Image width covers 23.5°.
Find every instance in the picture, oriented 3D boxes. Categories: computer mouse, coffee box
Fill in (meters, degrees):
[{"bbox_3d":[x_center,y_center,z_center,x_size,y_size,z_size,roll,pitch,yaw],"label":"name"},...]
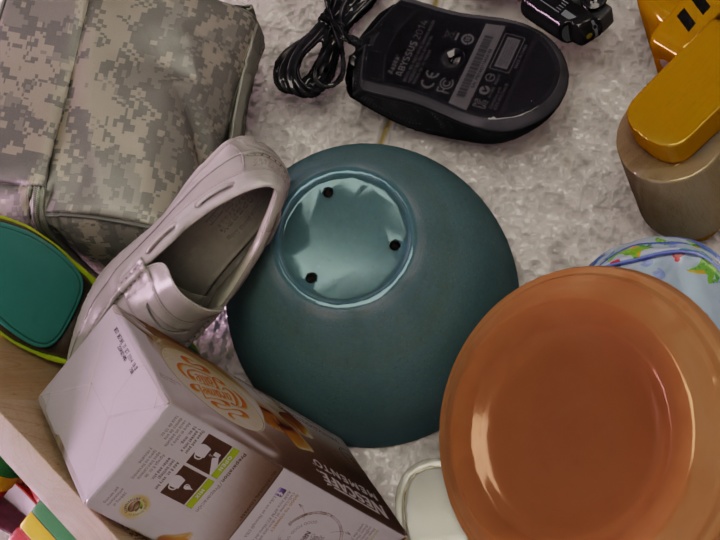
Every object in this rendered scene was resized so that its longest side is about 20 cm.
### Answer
[{"bbox_3d":[0.053,-0.141,1.196,0.199,0.053,0.139,23,68,22],"label":"computer mouse"},{"bbox_3d":[-0.081,0.118,1.032,0.080,0.199,0.114,-49,36,8],"label":"coffee box"}]

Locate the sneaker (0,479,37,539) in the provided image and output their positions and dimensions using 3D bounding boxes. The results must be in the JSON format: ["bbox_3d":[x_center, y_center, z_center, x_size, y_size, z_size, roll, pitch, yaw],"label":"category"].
[{"bbox_3d":[-0.221,0.187,1.128,0.200,0.075,0.090,44,100,19],"label":"sneaker"}]

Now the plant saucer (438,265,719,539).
[{"bbox_3d":[0.128,0.096,1.008,0.199,0.037,0.202,-5,81,33],"label":"plant saucer"}]

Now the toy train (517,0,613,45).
[{"bbox_3d":[0.090,-0.211,1.199,0.046,0.034,0.200,-43,58,-13],"label":"toy train"}]

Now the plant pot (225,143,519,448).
[{"bbox_3d":[0.000,0.000,1.113,0.198,0.135,0.202,-2,72,7],"label":"plant pot"}]

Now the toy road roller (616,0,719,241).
[{"bbox_3d":[0.223,-0.135,1.134,0.200,0.123,0.146,-46,57,-8],"label":"toy road roller"}]

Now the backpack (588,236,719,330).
[{"bbox_3d":[0.194,0.080,1.064,0.162,0.154,0.202,-12,57,25],"label":"backpack"}]

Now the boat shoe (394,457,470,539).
[{"bbox_3d":[0.049,0.220,1.074,0.074,0.062,0.202,-8,69,8],"label":"boat shoe"}]

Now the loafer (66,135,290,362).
[{"bbox_3d":[-0.114,0.008,1.055,0.070,0.070,0.201,30,105,-22],"label":"loafer"}]

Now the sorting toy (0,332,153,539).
[{"bbox_3d":[-0.177,0.129,1.073,0.199,0.200,0.070,43,100,18],"label":"sorting toy"}]

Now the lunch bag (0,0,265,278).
[{"bbox_3d":[-0.157,-0.090,1.158,0.166,0.140,0.202,4,68,16],"label":"lunch bag"}]

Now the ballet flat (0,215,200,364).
[{"bbox_3d":[-0.190,0.029,1.119,0.067,0.199,0.067,10,69,59],"label":"ballet flat"}]
